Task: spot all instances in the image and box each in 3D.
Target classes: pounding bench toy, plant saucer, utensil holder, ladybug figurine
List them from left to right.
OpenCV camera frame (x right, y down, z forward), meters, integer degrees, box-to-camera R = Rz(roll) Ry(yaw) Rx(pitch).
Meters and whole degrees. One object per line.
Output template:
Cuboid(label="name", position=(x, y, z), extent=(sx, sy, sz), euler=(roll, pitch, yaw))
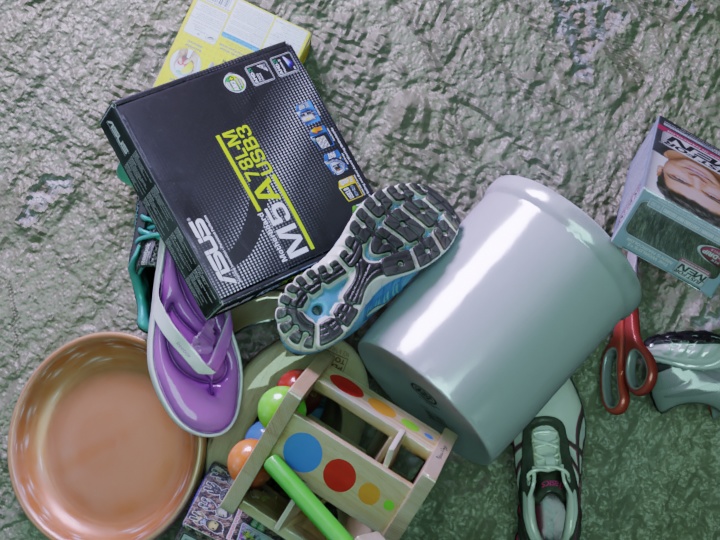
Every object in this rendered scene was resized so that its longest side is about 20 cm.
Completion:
Cuboid(label="plant saucer", position=(-0.226, 0.157, 1.479), extent=(0.199, 0.037, 0.201), euler=(-3, 80, 21))
Cuboid(label="ladybug figurine", position=(-0.069, 0.136, 1.477), extent=(0.135, 0.072, 0.201), euler=(26, 100, -23))
Cuboid(label="pounding bench toy", position=(-0.030, 0.169, 1.325), extent=(0.156, 0.200, 0.125), euler=(32, 106, 3))
Cuboid(label="utensil holder", position=(0.119, 0.044, 1.431), extent=(0.170, 0.170, 0.200), euler=(43, 75, 2))

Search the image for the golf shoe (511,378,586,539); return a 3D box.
Cuboid(label="golf shoe", position=(0.174, 0.171, 1.485), extent=(0.077, 0.088, 0.201), euler=(-5, 84, 0))

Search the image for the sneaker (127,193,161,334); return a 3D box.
Cuboid(label="sneaker", position=(-0.172, -0.031, 1.461), extent=(0.077, 0.091, 0.201), euler=(1, 107, 12))

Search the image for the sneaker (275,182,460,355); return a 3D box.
Cuboid(label="sneaker", position=(0.000, 0.000, 1.405), extent=(0.200, 0.090, 0.078), euler=(-39, 82, -19))

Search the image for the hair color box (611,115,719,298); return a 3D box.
Cuboid(label="hair color box", position=(0.286, -0.061, 1.442), extent=(0.099, 0.200, 0.061), euler=(29, 117, 1))

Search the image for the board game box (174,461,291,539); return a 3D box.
Cuboid(label="board game box", position=(-0.081, 0.291, 1.430), extent=(0.199, 0.097, 0.160), euler=(27, 121, -2))

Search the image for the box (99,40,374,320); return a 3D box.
Cuboid(label="box", position=(-0.098, -0.083, 1.423), extent=(0.193, 0.047, 0.201), euler=(-23, 81, -35))

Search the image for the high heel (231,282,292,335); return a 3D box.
Cuboid(label="high heel", position=(-0.074, 0.038, 1.457), extent=(0.142, 0.072, 0.200), euler=(30, 61, 22))

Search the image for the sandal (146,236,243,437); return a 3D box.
Cuboid(label="sandal", position=(-0.143, 0.041, 1.401), extent=(0.082, 0.050, 0.204), euler=(-5, 83, -16))

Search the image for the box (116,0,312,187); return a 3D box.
Cuboid(label="box", position=(-0.137, -0.151, 1.521), extent=(0.117, 0.048, 0.201), euler=(26, 85, 0))

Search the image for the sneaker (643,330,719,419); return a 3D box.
Cuboid(label="sneaker", position=(0.361, 0.097, 1.504), extent=(0.199, 0.074, 0.080), euler=(0, 96, 6))

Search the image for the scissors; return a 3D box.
Cuboid(label="scissors", position=(0.245, 0.034, 1.523), extent=(0.014, 0.073, 0.201), euler=(12, 63, -27))
